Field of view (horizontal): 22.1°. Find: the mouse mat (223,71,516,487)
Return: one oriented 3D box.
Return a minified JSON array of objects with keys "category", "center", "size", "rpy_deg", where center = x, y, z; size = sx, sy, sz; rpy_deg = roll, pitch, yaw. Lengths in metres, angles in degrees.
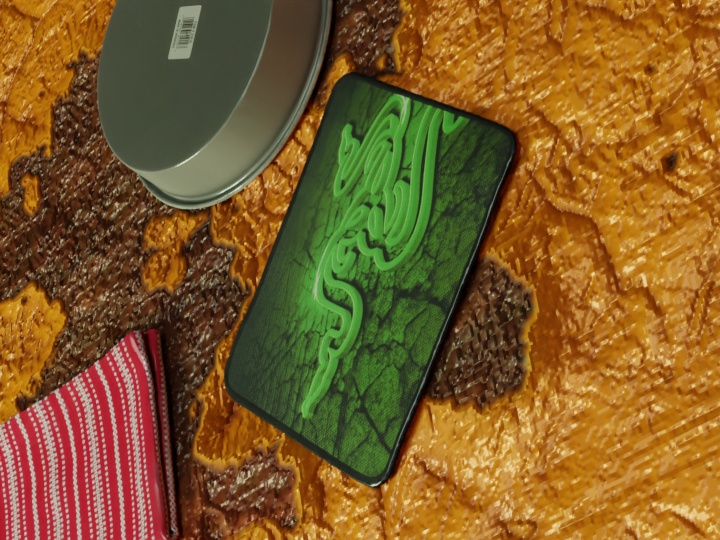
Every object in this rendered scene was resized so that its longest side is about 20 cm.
[{"category":"mouse mat","center":[0.000,0.000,0.999],"size":[0.161,0.008,0.201],"rpy_deg":[26,95,49]}]

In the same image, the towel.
[{"category":"towel","center":[-0.185,0.137,1.145],"size":[0.200,0.022,0.145],"rpy_deg":[-32,55,37]}]

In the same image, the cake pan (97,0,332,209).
[{"category":"cake pan","center":[-0.096,-0.139,1.133],"size":[0.200,0.037,0.202],"rpy_deg":[-20,62,42]}]
